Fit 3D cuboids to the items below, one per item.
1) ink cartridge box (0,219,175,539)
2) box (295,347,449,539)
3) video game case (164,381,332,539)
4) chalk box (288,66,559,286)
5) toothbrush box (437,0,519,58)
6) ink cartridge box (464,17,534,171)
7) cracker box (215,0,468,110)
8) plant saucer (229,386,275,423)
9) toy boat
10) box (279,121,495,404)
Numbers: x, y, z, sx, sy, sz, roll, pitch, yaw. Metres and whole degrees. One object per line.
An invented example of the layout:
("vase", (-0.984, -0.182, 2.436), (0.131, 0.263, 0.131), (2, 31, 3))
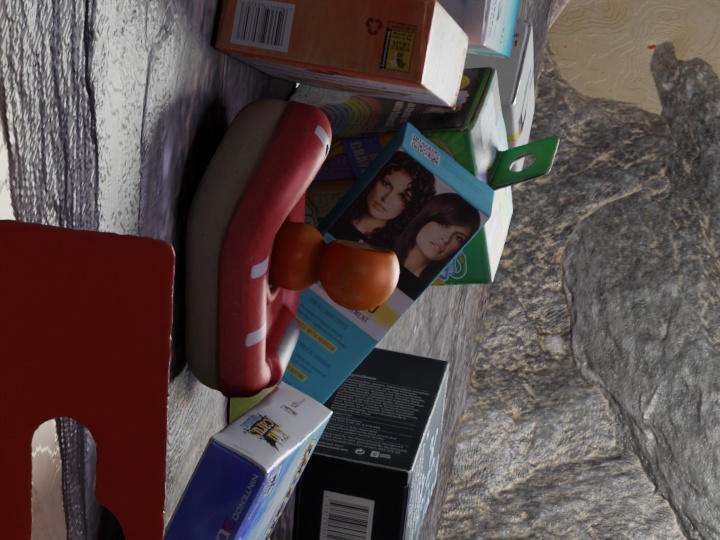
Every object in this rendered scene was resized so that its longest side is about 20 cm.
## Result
("ink cartridge box", (-0.146, 0.059, 0.442), (0.057, 0.198, 0.164), (-68, 166, -60))
("box", (0.012, 0.190, 1.924), (0.200, 0.106, 0.149), (-66, 164, -58))
("video game case", (-0.095, 0.181, 1.244), (0.201, 0.045, 0.181), (-63, 175, 12))
("chalk box", (0.045, -0.068, 1.457), (0.125, 0.198, 0.125), (-64, 149, -60))
("toothbrush box", (0.041, -0.214, 1.503), (0.200, 0.145, 0.086), (-17, 117, -81))
("ink cartridge box", (0.081, -0.163, 1.821), (0.200, 0.144, 0.085), (73, 29, -72))
("cracker box", (-0.007, -0.149, 1.308), (0.200, 0.133, 0.058), (-3, 103, -81))
("plant saucer", (-0.060, 0.054, 1.549), (0.200, 0.031, 0.202), (11, 90, -82))
("toy boat", (-0.039, -0.010, 1.281), (0.131, 0.130, 0.201), (-68, 166, -52))
("box", (0.000, 0.000, 1.391), (0.200, 0.082, 0.049), (-49, -170, 22))
